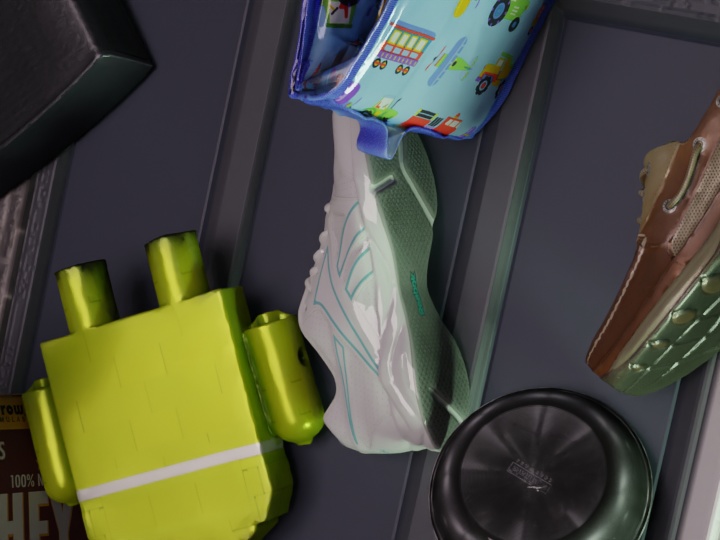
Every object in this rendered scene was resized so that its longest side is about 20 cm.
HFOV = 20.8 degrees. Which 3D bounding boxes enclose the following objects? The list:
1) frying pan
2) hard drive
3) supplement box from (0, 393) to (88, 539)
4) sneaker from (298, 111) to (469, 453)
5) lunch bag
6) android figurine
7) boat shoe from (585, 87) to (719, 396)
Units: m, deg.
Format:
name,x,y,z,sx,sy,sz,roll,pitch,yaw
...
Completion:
name,x,y,z,sx,sy,sz,roll,pitch,yaw
frying pan,0.057,0.128,0.979,0.189,0.031,0.115,-32,57,-5
hard drive,-0.231,-0.122,1.198,0.199,0.042,0.136,-33,77,25
supplement box,-0.273,0.187,1.159,0.198,0.132,0.199,-15,80,30
sneaker,0.000,0.000,1.043,0.080,0.070,0.202,-12,82,32
lunch bag,0.043,-0.151,0.977,0.094,0.150,0.202,23,99,30
android figurine,-0.107,0.085,1.104,0.181,0.041,0.202,-18,87,21
boat shoe,0.173,-0.033,0.945,0.074,0.075,0.201,44,105,34
